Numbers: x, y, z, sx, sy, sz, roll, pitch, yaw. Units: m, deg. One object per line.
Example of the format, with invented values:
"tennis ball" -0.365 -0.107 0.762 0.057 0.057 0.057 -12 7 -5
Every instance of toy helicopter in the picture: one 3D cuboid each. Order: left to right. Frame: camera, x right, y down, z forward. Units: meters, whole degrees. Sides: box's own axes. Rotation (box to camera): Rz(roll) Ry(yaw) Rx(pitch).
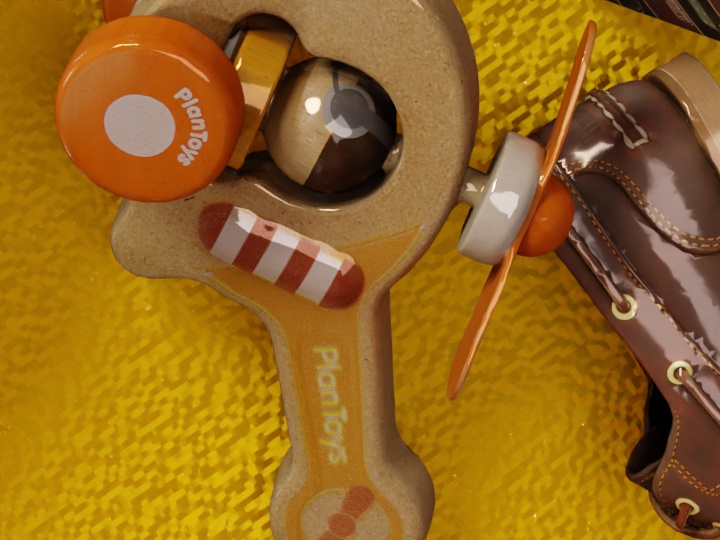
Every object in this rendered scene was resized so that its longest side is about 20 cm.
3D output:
"toy helicopter" 0.000 0.000 0.717 0.132 0.079 0.200 -2 121 8

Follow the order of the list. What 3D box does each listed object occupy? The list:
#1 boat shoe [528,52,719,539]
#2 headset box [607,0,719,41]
"boat shoe" 0.104 0.040 0.763 0.070 0.070 0.200 -30 100 -7
"headset box" 0.125 -0.127 0.660 0.149 0.200 0.075 -37 108 -4
